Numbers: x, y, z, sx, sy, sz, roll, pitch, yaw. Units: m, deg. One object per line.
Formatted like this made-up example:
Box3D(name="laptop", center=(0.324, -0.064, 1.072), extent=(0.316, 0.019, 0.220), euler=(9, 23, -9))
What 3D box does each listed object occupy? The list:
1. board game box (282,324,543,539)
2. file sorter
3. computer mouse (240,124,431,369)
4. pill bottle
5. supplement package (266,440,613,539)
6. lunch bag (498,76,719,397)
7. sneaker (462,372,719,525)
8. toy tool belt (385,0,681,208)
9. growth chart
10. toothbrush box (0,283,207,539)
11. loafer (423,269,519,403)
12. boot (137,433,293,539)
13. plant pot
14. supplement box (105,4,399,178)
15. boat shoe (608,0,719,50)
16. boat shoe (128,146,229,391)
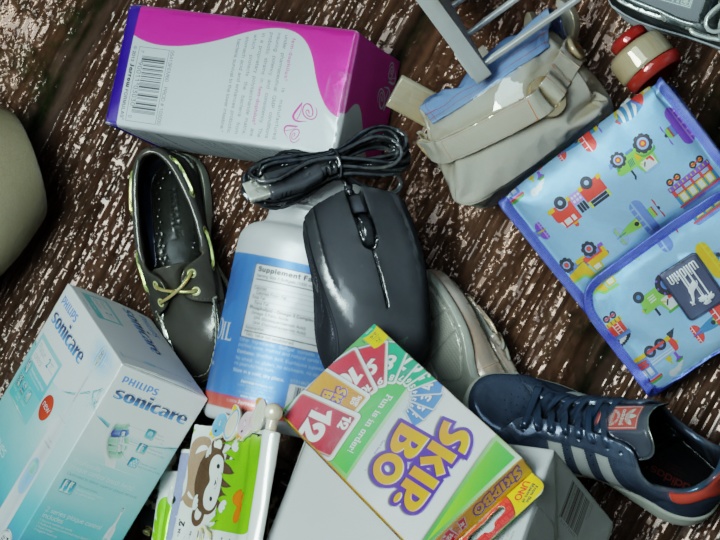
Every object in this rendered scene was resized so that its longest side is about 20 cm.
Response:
Box3D(name="board game box", center=(0.033, 0.123, 1.409), extent=(0.096, 0.030, 0.200), euler=(-43, 48, -6))
Box3D(name="file sorter", center=(0.076, -0.265, 1.514), extent=(0.124, 0.139, 0.200), euler=(-34, 36, 10))
Box3D(name="computer mouse", center=(0.000, 0.000, 1.511), extent=(0.138, 0.053, 0.200), euler=(-16, 95, -20))
Box3D(name="pill bottle", center=(-0.049, 0.026, 1.581), extent=(0.112, 0.112, 0.200), euler=(10, 85, 22))
Box3D(name="supplement package", center=(0.054, 0.191, 1.446), extent=(0.200, 0.121, 0.120), euler=(5, 62, 33))
Box3D(name="lunch bag", center=(0.224, -0.016, 1.507), extent=(0.151, 0.094, 0.200), euler=(-38, 84, 11))
Box3D(name="sneaker", center=(0.173, 0.113, 1.467), extent=(0.200, 0.085, 0.075), euler=(20, 61, 1))
Box3D(name="toy tool belt", center=(0.125, -0.145, 1.534), extent=(0.200, 0.125, 0.123), euler=(-37, 80, 12))
Box3D(name="growth chart", center=(-0.110, 0.172, 1.510), extent=(0.200, 0.018, 0.145), euler=(-25, 57, 57))
Box3D(name="toothbrush box", center=(-0.223, 0.135, 1.604), extent=(0.200, 0.085, 0.146), euler=(-57, 34, 10))
Box3D(name="loafer", center=(0.093, 0.087, 1.554), extent=(0.072, 0.063, 0.200), euler=(-45, 62, 45))
Box3D(name="boot", center=(-0.107, 0.238, 1.599), extent=(0.154, 0.073, 0.204), euler=(19, 92, 28))
Box3D(name="plant pot", center=(-0.336, -0.068, 1.681), extent=(0.134, 0.200, 0.200), euler=(-20, 73, -19))
Box3D(name="supplement box", center=(-0.084, -0.141, 1.623), extent=(0.200, 0.103, 0.101), euler=(10, 85, 23))
Box3D(name="boat shoe", center=(0.273, -0.199, 1.512), extent=(0.199, 0.068, 0.074), euler=(21, 91, 22))
Box3D(name="boat shoe", center=(-0.147, -0.001, 1.649), extent=(0.072, 0.061, 0.201), euler=(-17, 77, 18))
